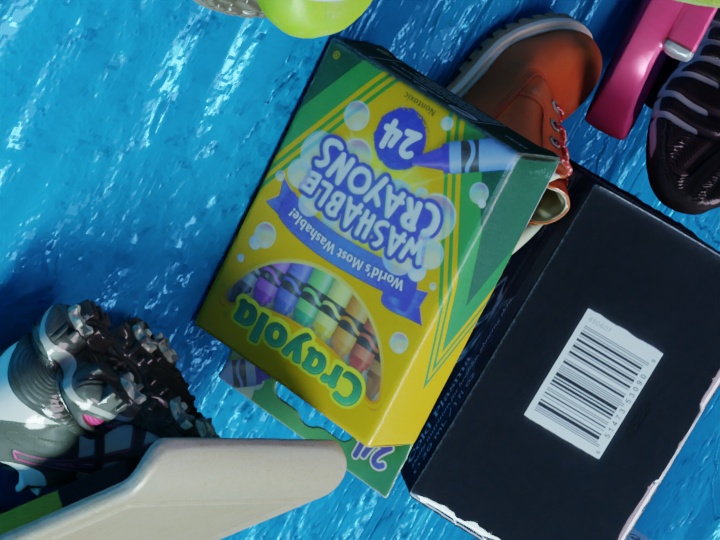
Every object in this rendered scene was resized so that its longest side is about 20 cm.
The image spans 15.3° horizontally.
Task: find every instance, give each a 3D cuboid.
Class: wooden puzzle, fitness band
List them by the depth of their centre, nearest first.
[{"bbox_3d":[-0.128,0.127,1.315,0.200,0.037,0.185,-30,163,24],"label":"wooden puzzle"},{"bbox_3d":[0.188,-0.166,1.526,0.201,0.037,0.144,-62,179,-3],"label":"fitness band"}]

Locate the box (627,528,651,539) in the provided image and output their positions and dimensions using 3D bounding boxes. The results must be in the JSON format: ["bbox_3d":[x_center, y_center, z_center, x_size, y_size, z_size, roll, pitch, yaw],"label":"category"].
[{"bbox_3d":[0.125,0.272,1.891,0.200,0.106,0.153,-18,134,-52],"label":"box"}]

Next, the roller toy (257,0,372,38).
[{"bbox_3d":[-0.034,-0.212,1.061,0.182,0.139,0.201,31,83,-58],"label":"roller toy"}]

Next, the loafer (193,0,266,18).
[{"bbox_3d":[0.001,-0.182,1.189,0.200,0.069,0.076,-32,153,23],"label":"loafer"}]

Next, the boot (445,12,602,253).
[{"bbox_3d":[0.087,-0.067,1.460,0.200,0.107,0.075,-38,145,-36],"label":"boot"}]

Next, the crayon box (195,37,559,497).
[{"bbox_3d":[0.000,0.000,1.363,0.052,0.126,0.201,2,118,-59],"label":"crayon box"}]

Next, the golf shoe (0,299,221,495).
[{"bbox_3d":[-0.132,0.069,1.301,0.088,0.077,0.200,-32,158,10],"label":"golf shoe"}]

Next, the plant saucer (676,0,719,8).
[{"bbox_3d":[0.093,-0.224,1.210,0.048,0.200,0.200,-33,148,-12],"label":"plant saucer"}]

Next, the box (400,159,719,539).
[{"bbox_3d":[0.116,0.051,1.522,0.201,0.124,0.197,-59,-173,5],"label":"box"}]

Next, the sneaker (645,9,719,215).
[{"bbox_3d":[0.202,-0.090,1.607,0.116,0.075,0.200,-55,-172,53],"label":"sneaker"}]
